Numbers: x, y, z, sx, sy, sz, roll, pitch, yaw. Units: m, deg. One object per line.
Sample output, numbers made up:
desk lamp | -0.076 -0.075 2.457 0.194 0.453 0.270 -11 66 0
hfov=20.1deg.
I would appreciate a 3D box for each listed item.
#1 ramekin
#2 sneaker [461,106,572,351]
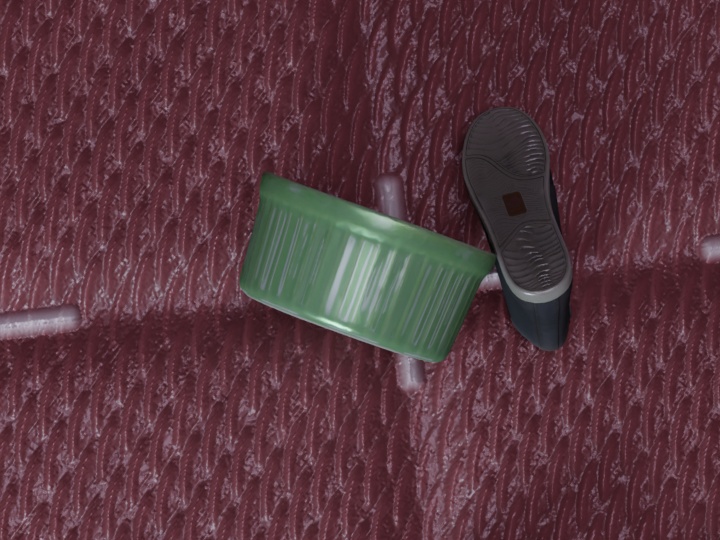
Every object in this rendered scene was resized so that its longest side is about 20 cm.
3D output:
ramekin | 0.000 0.000 1.620 0.199 0.200 0.098 20 92 -3
sneaker | 0.130 -0.034 1.699 0.074 0.106 0.201 -10 56 1
